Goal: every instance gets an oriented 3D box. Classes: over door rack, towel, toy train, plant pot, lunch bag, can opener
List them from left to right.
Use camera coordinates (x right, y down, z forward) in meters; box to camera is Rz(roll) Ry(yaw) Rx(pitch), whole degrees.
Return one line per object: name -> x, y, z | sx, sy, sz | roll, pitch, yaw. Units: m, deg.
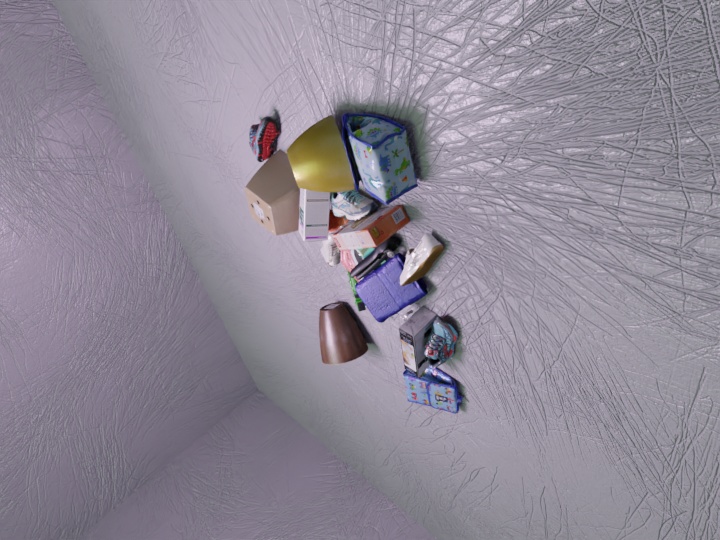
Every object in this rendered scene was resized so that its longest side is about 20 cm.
plant pot -> -0.258, -0.233, 1.804 | 0.200, 0.177, 0.200 | 36, 149, 28
plant pot -> -0.111, -0.286, 1.450 | 0.200, 0.141, 0.201 | 161, 90, -88
plant pot -> -0.085, 0.229, 2.123 | 0.187, 0.186, 0.201 | 2, 111, 57
toy train -> -0.014, 0.060, 1.903 | 0.057, 0.042, 0.201 | -104, 0, -51
lunch bag -> 0.029, -0.282, 1.357 | 0.200, 0.127, 0.171 | 43, 158, 46
can opener -> 0.043, -0.037, 1.623 | 0.200, 0.063, 0.079 | -49, 38, 32
towel -> 0.091, 0.052, 1.650 | 0.200, 0.050, 0.148 | -36, 88, 32
over door rack -> 0.121, 0.138, 1.786 | 0.148, 0.067, 0.200 | 38, 162, 29
lunch bag -> 0.257, 0.402, 1.883 | 0.199, 0.094, 0.151 | 17, 137, 31

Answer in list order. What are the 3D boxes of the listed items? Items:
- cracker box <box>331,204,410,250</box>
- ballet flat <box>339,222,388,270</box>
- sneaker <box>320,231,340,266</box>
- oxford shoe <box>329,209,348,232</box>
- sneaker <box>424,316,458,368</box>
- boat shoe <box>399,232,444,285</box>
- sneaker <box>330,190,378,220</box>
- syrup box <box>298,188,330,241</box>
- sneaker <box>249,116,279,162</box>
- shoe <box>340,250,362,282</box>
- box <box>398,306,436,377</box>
cracker box -> 0.025, -0.117, 1.539 | 0.200, 0.134, 0.058 | -3, 121, 58
ballet flat -> 0.021, -0.074, 1.675 | 0.200, 0.072, 0.072 | 44, 154, -5
sneaker -> -0.083, -0.068, 1.832 | 0.200, 0.073, 0.085 | 115, 132, -72
oxford shoe -> -0.099, -0.158, 1.776 | 0.199, 0.073, 0.072 | -13, 96, 43
sneaker -> 0.237, 0.225, 1.662 | 0.079, 0.095, 0.201 | 32, 147, 34
boat shoe -> 0.156, -0.031, 1.511 | 0.069, 0.071, 0.200 | 58, 141, 19
sneaker -> -0.031, -0.198, 1.596 | 0.200, 0.077, 0.087 | 12, 130, 52
syrup box -> -0.140, -0.194, 1.674 | 0.079, 0.081, 0.201 | -124, 35, -59
sneaker -> -0.322, -0.430, 1.758 | 0.096, 0.079, 0.200 | 53, 152, 9
shoe -> 0.000, 0.000, 1.802 | 0.091, 0.071, 0.201 | 10, 126, 55
box -> 0.186, 0.223, 1.724 | 0.060, 0.117, 0.201 | 28, 143, 35
